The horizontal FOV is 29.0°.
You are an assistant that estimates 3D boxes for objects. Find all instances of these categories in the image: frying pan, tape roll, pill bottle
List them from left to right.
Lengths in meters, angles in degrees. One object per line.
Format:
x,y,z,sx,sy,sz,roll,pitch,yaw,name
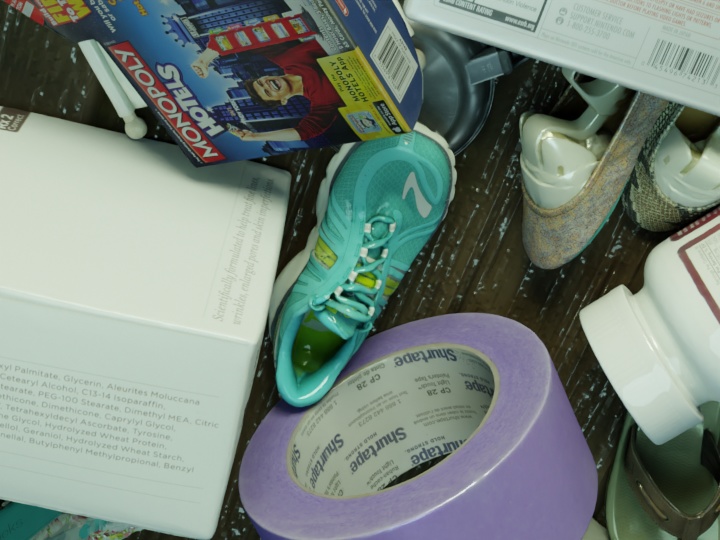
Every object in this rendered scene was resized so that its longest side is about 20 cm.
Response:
0.033,0.118,0.820,0.198,0.201,0.085,-20,117,14,tape roll
0.057,-0.102,0.799,0.188,0.031,0.116,6,120,3,frying pan
0.232,0.011,0.792,0.199,0.110,0.110,-33,112,14,pill bottle

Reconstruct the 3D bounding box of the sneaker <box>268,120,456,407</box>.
0.000,0.000,0.815,0.077,0.080,0.201,19,126,-10,sneaker

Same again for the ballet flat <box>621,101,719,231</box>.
0.205,-0.094,0.765,0.067,0.076,0.201,23,118,-10,ballet flat

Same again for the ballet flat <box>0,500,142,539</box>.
-0.176,0.158,0.941,0.199,0.076,0.064,-27,145,21,ballet flat

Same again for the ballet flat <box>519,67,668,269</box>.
0.128,-0.090,0.771,0.067,0.068,0.201,9,119,-37,ballet flat

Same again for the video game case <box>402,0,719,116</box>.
0.141,-0.178,0.664,0.198,0.023,0.183,16,118,-8,video game case

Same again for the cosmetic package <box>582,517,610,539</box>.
0.105,0.259,0.967,0.105,0.071,0.200,40,114,-18,cosmetic package

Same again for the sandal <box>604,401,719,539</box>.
0.200,0.127,0.891,0.079,0.057,0.203,-4,114,-1,sandal

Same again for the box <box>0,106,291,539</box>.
-0.152,0.021,0.778,0.198,0.200,0.132,12,120,-3,box

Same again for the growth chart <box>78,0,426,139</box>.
-0.073,-0.140,0.770,0.198,0.018,0.146,-13,116,20,growth chart

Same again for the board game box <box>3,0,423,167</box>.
-0.090,-0.147,0.704,0.198,0.062,0.201,-4,137,36,board game box
